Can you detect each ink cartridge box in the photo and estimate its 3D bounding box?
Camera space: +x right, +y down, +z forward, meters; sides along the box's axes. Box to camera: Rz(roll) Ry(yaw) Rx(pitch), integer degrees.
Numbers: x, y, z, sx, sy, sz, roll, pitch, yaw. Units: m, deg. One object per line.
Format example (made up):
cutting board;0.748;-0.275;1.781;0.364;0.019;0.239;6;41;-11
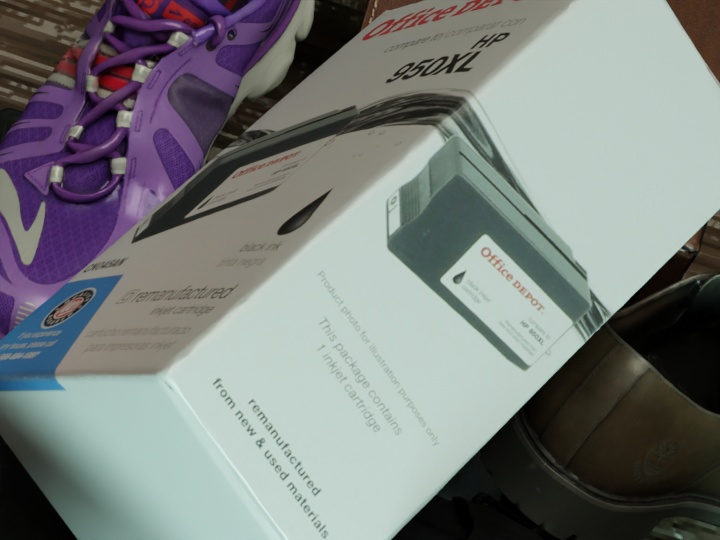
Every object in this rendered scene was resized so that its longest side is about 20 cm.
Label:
ink cartridge box;0.000;0.000;0.779;0.200;0.144;0.084;-42;108;-26

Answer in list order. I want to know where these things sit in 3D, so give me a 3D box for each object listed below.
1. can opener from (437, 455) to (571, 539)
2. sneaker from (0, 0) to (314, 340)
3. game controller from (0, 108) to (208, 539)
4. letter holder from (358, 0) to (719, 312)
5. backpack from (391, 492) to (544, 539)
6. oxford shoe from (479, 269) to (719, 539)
can opener;0.015;0.066;0.909;0.200;0.053;0.066;46;20;6
sneaker;-0.077;-0.059;0.855;0.080;0.084;0.200;21;61;6
game controller;-0.104;0.032;0.870;0.104;0.042;0.201;4;59;-5
letter holder;0.071;-0.082;0.982;0.142;0.101;0.200;23;55;-1
backpack;0.039;0.154;0.765;0.177;0.200;0.151;34;87;-1
oxford shoe;0.125;0.042;0.907;0.073;0.085;0.200;44;24;18
